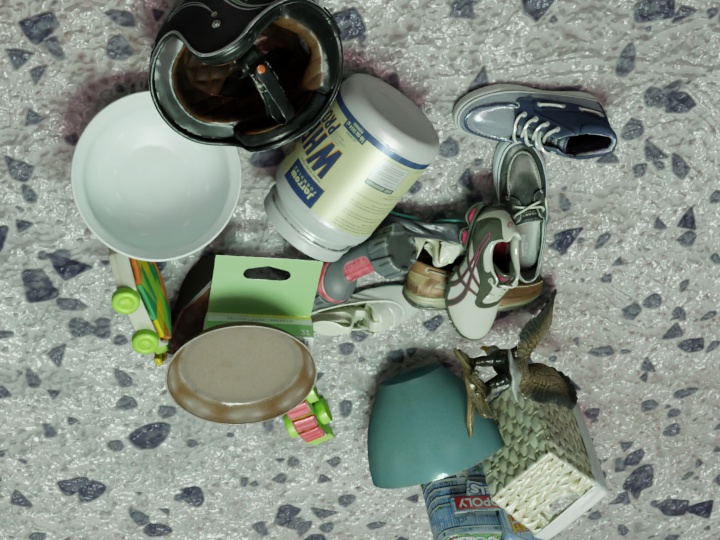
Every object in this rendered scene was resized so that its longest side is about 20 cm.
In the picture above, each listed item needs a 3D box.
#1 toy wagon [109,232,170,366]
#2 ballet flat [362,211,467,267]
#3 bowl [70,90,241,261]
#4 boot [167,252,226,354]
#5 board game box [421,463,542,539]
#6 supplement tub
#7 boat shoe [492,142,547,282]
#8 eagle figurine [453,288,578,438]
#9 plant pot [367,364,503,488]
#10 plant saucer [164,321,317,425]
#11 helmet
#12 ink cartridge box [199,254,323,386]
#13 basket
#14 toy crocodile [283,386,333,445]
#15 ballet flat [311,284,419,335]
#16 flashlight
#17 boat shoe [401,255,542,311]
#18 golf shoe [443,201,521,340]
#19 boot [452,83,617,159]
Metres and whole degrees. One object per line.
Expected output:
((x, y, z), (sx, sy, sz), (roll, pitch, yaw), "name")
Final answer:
((-0.274, 0.035, 1.524), (0.039, 0.156, 0.201), (-16, 128, 2), "toy wagon")
((0.086, -0.040, 1.594), (0.199, 0.073, 0.073), (7, 125, -11), "ballet flat")
((-0.248, -0.112, 1.446), (0.200, 0.090, 0.203), (0, 91, -14), "bowl")
((-0.163, 0.077, 1.644), (0.199, 0.064, 0.186), (27, 125, -26), "boot")
((0.208, 0.374, 1.846), (0.199, 0.200, 0.062), (1, 127, -11), "board game box")
((-0.014, -0.123, 1.469), (0.145, 0.145, 0.200), (28, 117, -27), "supplement tub")
((0.220, -0.079, 1.578), (0.072, 0.071, 0.201), (-12, 116, -2), "boat shoe")
((0.225, 0.124, 1.664), (0.199, 0.151, 0.152), (-15, 143, -24), "eagle figurine")
((0.092, 0.214, 1.733), (0.199, 0.200, 0.136), (-18, 94, 3), "plant pot")
((-0.157, 0.130, 1.575), (0.199, 0.032, 0.201), (-6, 136, -5), "plant saucer")
((-0.134, -0.233, 1.338), (0.199, 0.190, 0.201), (-13, 110, -40), "helmet")
((-0.132, 0.071, 1.576), (0.144, 0.048, 0.201), (3, 135, -13), "ink cartridge box")
((0.261, 0.273, 1.784), (0.123, 0.200, 0.136), (36, 113, -26), "basket")
((-0.084, 0.209, 1.740), (0.067, 0.062, 0.200), (-20, 145, 3), "toy crocodile")
((-0.005, 0.064, 1.661), (0.199, 0.070, 0.070), (-4, 127, -8), "ballet flat")
((0.000, 0.000, 1.547), (0.068, 0.068, 0.200), (40, 152, -19), "flashlight")
((0.157, 0.010, 1.646), (0.199, 0.076, 0.074), (-2, 116, -17), "boat shoe")
((0.161, 0.013, 1.557), (0.077, 0.088, 0.201), (-8, 121, -22), "golf shoe")
((0.220, -0.183, 1.502), (0.199, 0.091, 0.073), (-4, 127, -8), "boot")
